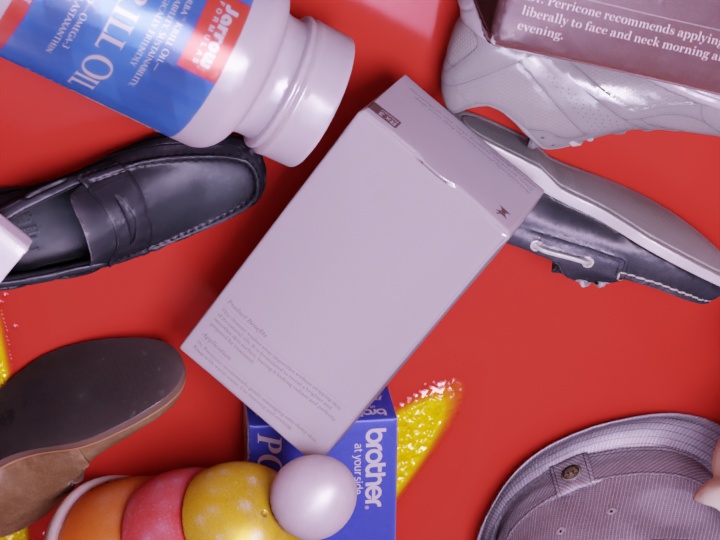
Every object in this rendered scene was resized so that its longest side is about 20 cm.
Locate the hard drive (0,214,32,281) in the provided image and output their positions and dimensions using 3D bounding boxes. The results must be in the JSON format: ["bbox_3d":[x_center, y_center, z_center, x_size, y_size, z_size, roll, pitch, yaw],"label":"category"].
[{"bbox_3d":[-0.304,-0.029,1.441,0.200,0.027,0.132,39,104,-9],"label":"hard drive"}]

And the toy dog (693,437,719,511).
[{"bbox_3d":[0.298,0.061,1.535,0.139,0.194,0.200,16,90,13],"label":"toy dog"}]

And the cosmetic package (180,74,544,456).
[{"bbox_3d":[0.000,0.000,1.478,0.113,0.081,0.200,42,117,2],"label":"cosmetic package"}]

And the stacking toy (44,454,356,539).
[{"bbox_3d":[-0.079,0.159,1.506,0.146,0.146,0.200,39,132,-21],"label":"stacking toy"}]

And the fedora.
[{"bbox_3d":[0.171,0.189,1.616,0.200,0.090,0.177,-15,117,1],"label":"fedora"}]

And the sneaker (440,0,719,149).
[{"bbox_3d":[0.141,-0.105,1.490,0.200,0.076,0.092,18,120,-6],"label":"sneaker"}]

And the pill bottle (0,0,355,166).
[{"bbox_3d":[-0.108,-0.136,1.420,0.200,0.112,0.112,24,111,-16],"label":"pill bottle"}]

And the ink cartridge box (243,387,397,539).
[{"bbox_3d":[-0.026,0.172,1.614,0.094,0.044,0.200,-3,116,-6],"label":"ink cartridge box"}]

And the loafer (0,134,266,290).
[{"bbox_3d":[-0.151,-0.029,1.489,0.200,0.070,0.068,-15,117,1],"label":"loafer"}]

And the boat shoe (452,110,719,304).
[{"bbox_3d":[0.127,-0.026,1.523,0.200,0.076,0.060,29,109,-5],"label":"boat shoe"}]

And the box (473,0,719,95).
[{"bbox_3d":[0.161,-0.220,1.377,0.166,0.164,0.200,13,113,-11],"label":"box"}]

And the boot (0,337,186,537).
[{"bbox_3d":[-0.188,0.105,1.563,0.200,0.074,0.075,-25,136,10],"label":"boot"}]
